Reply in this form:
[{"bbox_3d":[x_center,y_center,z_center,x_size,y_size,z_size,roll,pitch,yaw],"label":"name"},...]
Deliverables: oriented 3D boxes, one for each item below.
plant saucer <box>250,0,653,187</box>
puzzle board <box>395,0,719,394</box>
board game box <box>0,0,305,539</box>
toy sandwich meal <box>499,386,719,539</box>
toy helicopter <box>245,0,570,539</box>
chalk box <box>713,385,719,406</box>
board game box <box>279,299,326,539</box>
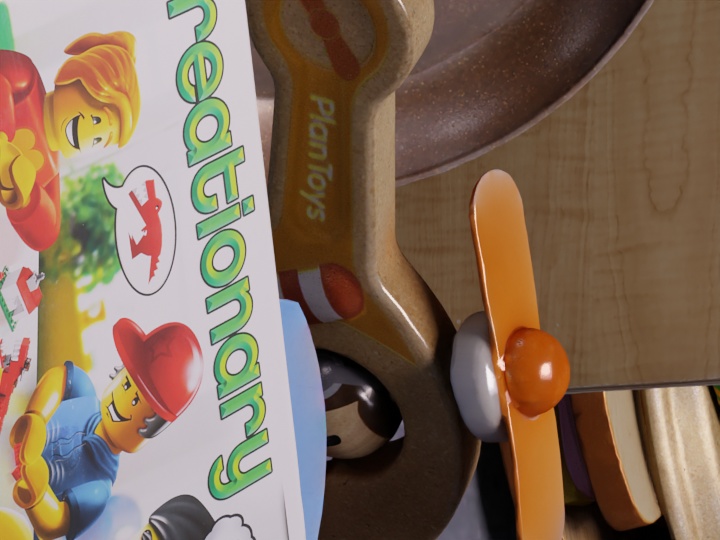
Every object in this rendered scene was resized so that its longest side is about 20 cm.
[{"bbox_3d":[-0.006,-0.108,0.789,0.200,0.200,0.032,49,15,-40],"label":"plant saucer"},{"bbox_3d":[0.052,-0.061,0.873,0.017,0.150,0.201,22,67,-58],"label":"puzzle board"},{"bbox_3d":[-0.076,0.001,0.632,0.126,0.035,0.201,-28,125,-36],"label":"board game box"},{"bbox_3d":[0.113,0.058,1.024,0.205,0.070,0.206,39,45,-55],"label":"toy sandwich meal"},{"bbox_3d":[0.000,0.000,0.757,0.079,0.132,0.201,-52,153,-45],"label":"toy helicopter"},{"bbox_3d":[0.206,0.012,1.015,0.125,0.123,0.200,69,25,-18],"label":"chalk box"},{"bbox_3d":[-0.094,0.070,0.700,0.199,0.039,0.159,11,98,-48],"label":"board game box"}]
